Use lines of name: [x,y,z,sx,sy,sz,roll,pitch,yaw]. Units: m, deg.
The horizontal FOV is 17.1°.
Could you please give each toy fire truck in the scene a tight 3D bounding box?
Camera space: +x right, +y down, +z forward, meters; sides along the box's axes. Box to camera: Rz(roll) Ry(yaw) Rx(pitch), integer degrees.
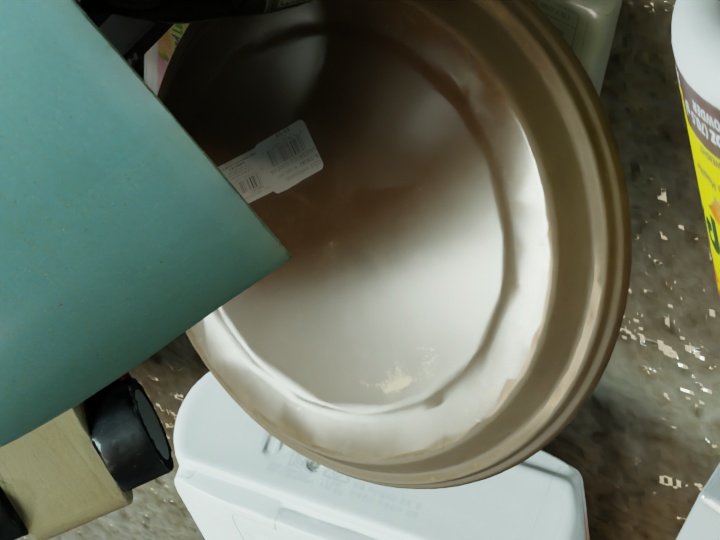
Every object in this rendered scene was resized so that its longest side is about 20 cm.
toy fire truck: [-0.182,0.010,1.087,0.129,0.200,0.176,-24,123,4]

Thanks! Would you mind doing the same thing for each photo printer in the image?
photo printer: [0.017,0.117,1.001,0.166,0.069,0.200,17,158,16]

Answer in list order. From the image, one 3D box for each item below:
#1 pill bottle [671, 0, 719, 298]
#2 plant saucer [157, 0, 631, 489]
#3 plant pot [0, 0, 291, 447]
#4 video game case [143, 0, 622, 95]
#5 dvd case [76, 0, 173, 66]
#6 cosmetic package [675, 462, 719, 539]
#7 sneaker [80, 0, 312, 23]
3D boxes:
pill bottle: [0.162,-0.009,0.729,0.109,0.109,0.200,13,137,33]
plant saucer: [0.000,-0.018,0.822,0.200,0.029,0.200,11,109,34]
plant pot: [-0.147,-0.029,0.744,0.201,0.161,0.201,50,178,2]
video game case: [-0.001,-0.071,0.886,0.182,0.024,0.200,29,145,16]
dvd case: [-0.184,-0.115,0.879,0.200,0.150,0.025,43,172,8]
cosmetic package: [0.152,0.119,0.892,0.071,0.101,0.200,31,144,12]
sneaker: [-0.077,-0.129,0.758,0.200,0.098,0.071,22,136,29]
